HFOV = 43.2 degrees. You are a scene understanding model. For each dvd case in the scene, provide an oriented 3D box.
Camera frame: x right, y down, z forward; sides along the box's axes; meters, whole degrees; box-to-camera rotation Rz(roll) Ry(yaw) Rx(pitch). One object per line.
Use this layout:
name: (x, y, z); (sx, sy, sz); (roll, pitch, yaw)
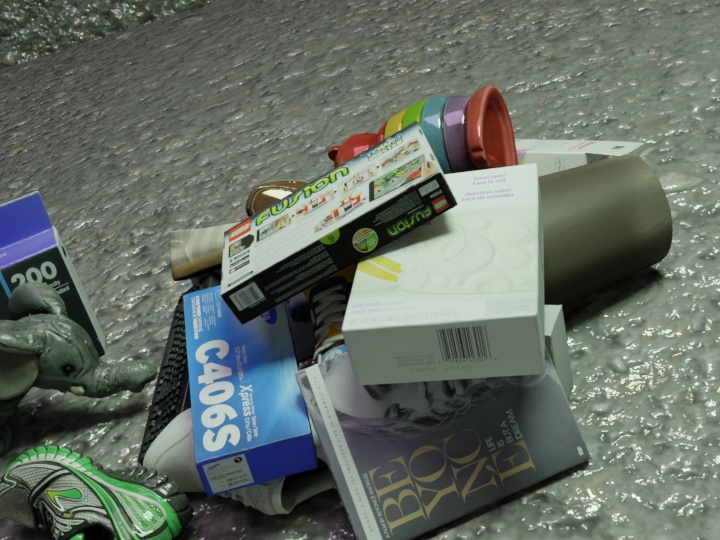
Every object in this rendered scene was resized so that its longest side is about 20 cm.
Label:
dvd case: (0.065, 0.114, 0.714); (0.196, 0.152, 0.016); (-21, -8, -8)

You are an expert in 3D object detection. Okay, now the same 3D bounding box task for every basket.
basket: (0.192, -0.031, 0.894); (0.196, 0.139, 0.180); (-18, 15, -10)

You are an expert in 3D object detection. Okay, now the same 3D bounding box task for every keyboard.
keyboard: (-0.164, 0.086, 0.889); (0.126, 0.020, 0.203); (-28, 42, 34)

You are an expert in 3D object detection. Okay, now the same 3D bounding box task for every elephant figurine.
elephant figurine: (-0.336, 0.084, 0.926); (0.198, 0.155, 0.144); (-32, 61, 16)

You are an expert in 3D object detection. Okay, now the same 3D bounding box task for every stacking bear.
stacking bear: (0.061, -0.124, 0.990); (0.196, 0.121, 0.116); (-9, 60, 27)

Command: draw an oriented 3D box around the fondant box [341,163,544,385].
fondant box: (0.072, -0.002, 0.720); (0.141, 0.059, 0.202); (-6, 35, 15)

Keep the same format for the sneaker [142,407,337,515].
sneaker: (-0.098, 0.161, 0.773); (0.195, 0.076, 0.100); (-12, 28, 9)

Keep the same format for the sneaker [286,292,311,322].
sneaker: (0.000, 0.000, 0.916); (0.074, 0.084, 0.198); (-30, -19, 34)

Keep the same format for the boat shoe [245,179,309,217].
boat shoe: (-0.029, -0.052, 0.993); (0.196, 0.077, 0.072); (16, -1, -7)

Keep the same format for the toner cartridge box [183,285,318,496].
toner cartridge box: (-0.099, 0.089, 0.779); (0.093, 0.044, 0.202); (-13, 40, -5)

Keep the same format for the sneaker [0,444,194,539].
sneaker: (-0.243, 0.206, 0.772); (0.196, 0.079, 0.086); (1, 34, 28)

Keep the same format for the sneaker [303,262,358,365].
sneaker: (-0.009, 0.052, 0.771); (0.074, 0.203, 0.090); (-33, -11, 26)

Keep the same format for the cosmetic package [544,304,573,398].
cosmetic package: (0.086, 0.074, 0.817); (0.196, 0.084, 0.051); (1, 33, 28)

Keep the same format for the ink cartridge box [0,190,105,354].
ink cartridge box: (-0.413, 0.041, 1.019); (0.195, 0.204, 0.043); (-23, 26, -12)

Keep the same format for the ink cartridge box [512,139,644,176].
ink cartridge box: (0.215, -0.111, 1.041); (0.196, 0.069, 0.117); (5, 16, 29)

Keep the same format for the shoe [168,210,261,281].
shoe: (-0.118, -0.036, 0.940); (0.196, 0.055, 0.070); (-14, -6, 22)

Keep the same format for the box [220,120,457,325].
box: (-0.023, -0.042, 0.747); (0.197, 0.035, 0.111); (-29, 29, 9)

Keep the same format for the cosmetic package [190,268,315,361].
cosmetic package: (-0.116, 0.028, 1.004); (0.105, 0.092, 0.200); (-25, 33, -13)
